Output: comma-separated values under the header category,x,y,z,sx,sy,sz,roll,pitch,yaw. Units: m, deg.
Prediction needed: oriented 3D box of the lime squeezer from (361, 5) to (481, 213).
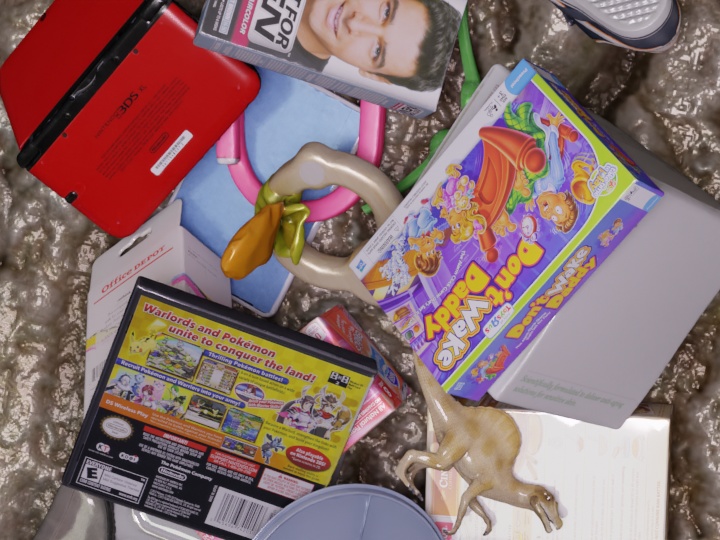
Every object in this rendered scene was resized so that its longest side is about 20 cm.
category,x,y,z,sx,sy,sz,roll,pitch,yaw
lime squeezer,0.068,-0.125,1.465,0.070,0.038,0.201,26,101,9

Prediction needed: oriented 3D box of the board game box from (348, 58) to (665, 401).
category,x,y,z,sx,sy,sz,roll,pitch,yaw
board game box,0.099,-0.028,1.239,0.200,0.045,0.135,-50,56,17

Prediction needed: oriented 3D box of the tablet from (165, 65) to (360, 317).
category,x,y,z,sx,sy,sz,roll,pitch,yaw
tablet,-0.087,-0.075,1.515,0.130,0.014,0.201,29,100,8

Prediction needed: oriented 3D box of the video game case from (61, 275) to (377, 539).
category,x,y,z,sx,sy,sz,roll,pitch,yaw
video game case,-0.110,0.119,1.373,0.199,0.026,0.182,20,109,-10

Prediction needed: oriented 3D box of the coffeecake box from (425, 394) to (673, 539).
category,x,y,z,sx,sy,sz,roll,pitch,yaw
coffeecake box,0.156,0.186,1.457,0.198,0.073,0.155,3,96,12

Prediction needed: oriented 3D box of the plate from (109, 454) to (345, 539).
category,x,y,z,sx,sy,sz,roll,pitch,yaw
plate,-0.120,0.175,1.537,0.199,0.032,0.201,17,99,10

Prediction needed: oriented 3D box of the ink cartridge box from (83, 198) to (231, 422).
category,x,y,z,sx,sy,sz,roll,pitch,yaw
ink cartridge box,-0.169,0.047,1.476,0.116,0.201,0.067,-33,129,22

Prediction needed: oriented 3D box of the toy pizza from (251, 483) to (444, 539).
category,x,y,z,sx,sy,sz,roll,pitch,yaw
toy pizza,-0.018,0.265,1.402,0.199,0.032,0.202,-5,102,-23

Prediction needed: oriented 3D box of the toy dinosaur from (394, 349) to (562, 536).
category,x,y,z,sx,sy,sz,roll,pitch,yaw
toy dinosaur,0.077,0.143,1.415,0.101,0.058,0.200,-39,93,-2

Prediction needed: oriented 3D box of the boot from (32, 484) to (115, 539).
category,x,y,z,sx,sy,sz,roll,pitch,yaw
boot,-0.292,0.275,1.526,0.067,0.130,0.201,26,100,28

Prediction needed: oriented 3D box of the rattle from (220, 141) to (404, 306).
category,x,y,z,sx,sy,sz,roll,pitch,yaw
rattle,0.000,0.000,1.414,0.200,0.143,0.130,43,106,-11

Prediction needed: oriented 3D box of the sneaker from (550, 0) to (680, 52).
category,x,y,z,sx,sy,sz,roll,pitch,yaw
sneaker,0.178,-0.240,1.416,0.078,0.079,0.200,-45,61,7

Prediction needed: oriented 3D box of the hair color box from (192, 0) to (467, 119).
category,x,y,z,sx,sy,sz,roll,pitch,yaw
hair color box,-0.024,-0.201,1.409,0.199,0.061,0.100,17,85,-10

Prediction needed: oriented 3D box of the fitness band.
category,x,y,z,sx,sy,sz,roll,pitch,yaw
fitness band,-0.049,-0.141,1.476,0.142,0.037,0.202,4,97,12

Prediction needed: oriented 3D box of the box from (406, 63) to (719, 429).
category,x,y,z,sx,sy,sz,roll,pitch,yaw
box,0.154,-0.013,1.349,0.171,0.198,0.201,41,104,36

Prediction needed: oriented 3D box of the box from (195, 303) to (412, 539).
category,x,y,z,sx,sy,sz,roll,pitch,yaw
box,-0.067,0.132,1.457,0.200,0.095,0.103,-40,88,12

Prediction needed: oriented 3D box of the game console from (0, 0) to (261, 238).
category,x,y,z,sx,sy,sz,roll,pitch,yaw
game console,-0.201,-0.162,1.499,0.172,0.119,0.200,38,113,-15
